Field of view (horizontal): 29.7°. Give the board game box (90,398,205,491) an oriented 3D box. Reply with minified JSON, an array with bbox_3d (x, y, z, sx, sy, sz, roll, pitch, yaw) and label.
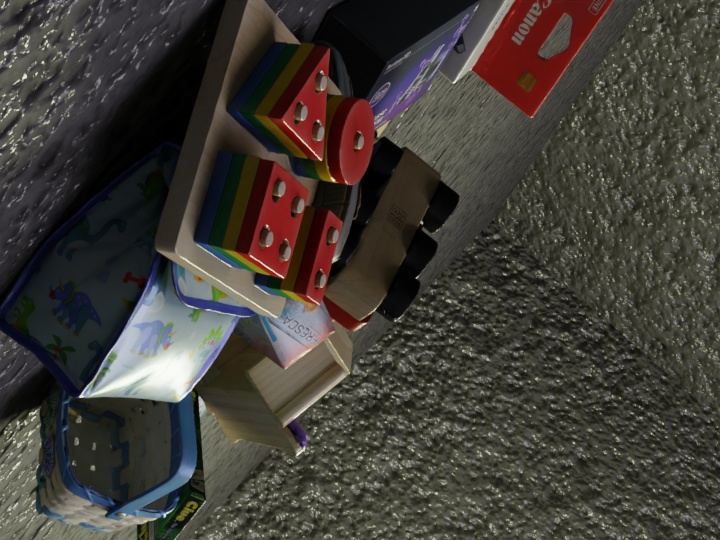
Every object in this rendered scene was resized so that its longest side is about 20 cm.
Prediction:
[{"bbox_3d":[-0.272,0.218,1.841,0.201,0.045,0.152,-53,171,27],"label":"board game box"}]

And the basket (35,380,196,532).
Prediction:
[{"bbox_3d":[-0.220,0.152,1.276,0.199,0.138,0.178,-35,-134,31],"label":"basket"}]

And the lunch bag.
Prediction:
[{"bbox_3d":[-0.158,0.000,1.077,0.201,0.127,0.170,-56,160,5],"label":"lunch bag"}]

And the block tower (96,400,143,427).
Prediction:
[{"bbox_3d":[-0.228,0.095,1.448,0.201,0.058,0.054,-54,172,25],"label":"block tower"}]

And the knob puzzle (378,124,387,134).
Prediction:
[{"bbox_3d":[-0.020,-0.147,1.562,0.220,0.030,0.220,-48,175,-6],"label":"knob puzzle"}]

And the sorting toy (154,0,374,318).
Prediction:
[{"bbox_3d":[-0.057,-0.078,1.036,0.200,0.069,0.201,39,64,-65],"label":"sorting toy"}]

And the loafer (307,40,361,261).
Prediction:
[{"bbox_3d":[-0.024,-0.098,1.176,0.071,0.203,0.063,-9,161,25],"label":"loafer"}]

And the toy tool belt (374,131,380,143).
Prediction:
[{"bbox_3d":[-0.029,-0.058,1.424,0.199,0.123,0.126,-36,149,-17],"label":"toy tool belt"}]

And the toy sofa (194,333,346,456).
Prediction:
[{"bbox_3d":[-0.090,0.111,1.326,0.083,0.098,0.199,-37,-167,-23],"label":"toy sofa"}]

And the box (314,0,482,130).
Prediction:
[{"bbox_3d":[0.019,-0.208,1.327,0.200,0.079,0.142,-41,166,-48],"label":"box"}]

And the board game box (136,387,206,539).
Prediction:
[{"bbox_3d":[-0.196,0.190,1.381,0.105,0.023,0.201,-49,-150,26],"label":"board game box"}]

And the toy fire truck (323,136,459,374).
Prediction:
[{"bbox_3d":[0.000,0.000,1.320,0.200,0.128,0.177,-38,-159,51],"label":"toy fire truck"}]

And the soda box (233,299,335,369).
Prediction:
[{"bbox_3d":[-0.105,0.017,1.262,0.063,0.069,0.199,-35,-148,-19],"label":"soda box"}]

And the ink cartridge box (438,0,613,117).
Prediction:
[{"bbox_3d":[0.144,-0.268,1.373,0.045,0.176,0.201,-41,169,-44],"label":"ink cartridge box"}]
